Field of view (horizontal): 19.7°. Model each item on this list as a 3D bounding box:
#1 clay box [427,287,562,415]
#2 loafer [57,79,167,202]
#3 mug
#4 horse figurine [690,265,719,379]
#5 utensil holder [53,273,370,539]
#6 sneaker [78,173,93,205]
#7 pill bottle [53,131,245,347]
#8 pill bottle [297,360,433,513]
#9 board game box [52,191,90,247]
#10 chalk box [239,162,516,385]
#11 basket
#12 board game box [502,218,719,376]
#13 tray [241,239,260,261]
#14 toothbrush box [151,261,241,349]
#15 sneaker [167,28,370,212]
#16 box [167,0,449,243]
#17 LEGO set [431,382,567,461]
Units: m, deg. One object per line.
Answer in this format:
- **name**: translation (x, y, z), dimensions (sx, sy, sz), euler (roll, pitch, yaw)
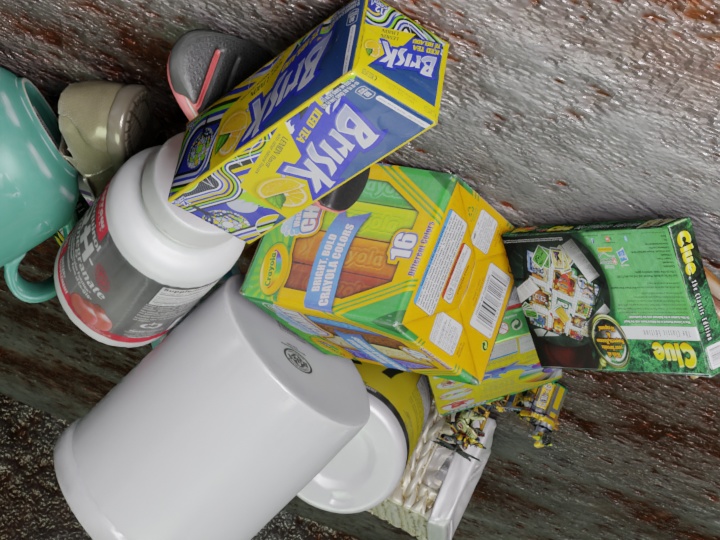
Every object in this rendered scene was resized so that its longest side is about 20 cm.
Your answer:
- **clay box**: translation (0.108, 0.067, 1.718), dimensions (0.114, 0.048, 0.200), euler (-16, 163, 0)
- **loafer**: translation (-0.197, -0.101, 1.624), dimensions (0.068, 0.076, 0.200), euler (23, 159, 5)
- **mug**: translation (-0.289, -0.081, 1.668), dimensions (0.153, 0.114, 0.185), euler (62, -175, 34)
- **horse figurine**: translation (0.222, 0.028, 1.475), dimensions (0.133, 0.050, 0.200), euler (45, 168, -18)
- **utensil holder**: translation (-0.114, 0.127, 1.624), dimensions (0.170, 0.200, 0.170), euler (40, -160, -18)
- **sneaker**: translation (-0.249, -0.015, 1.934), dimensions (0.072, 0.115, 0.200), euler (13, 163, 36)
- **pill bottle**: translation (-0.150, -0.026, 1.550), dimensions (0.110, 0.111, 0.200), euler (25, 148, -15)
- **pill bottle**: translation (0.001, 0.117, 1.782), dimensions (0.113, 0.115, 0.200), euler (21, -158, 4)
- **board game box**: translation (-0.260, -0.056, 1.787), dimensions (0.201, 0.023, 0.105), euler (55, 163, -5)
- **chalk box**: translation (0.002, -0.005, 1.558), dimensions (0.199, 0.126, 0.124), euler (10, 162, 38)
- **basket**: translation (0.067, 0.216, 2.286), dimensions (0.123, 0.136, 0.200), euler (24, 167, 7)
- **board game box**: translation (0.174, 0.019, 1.434), dimensions (0.023, 0.106, 0.200), euler (-19, -171, -28)
- **tray**: translation (0.000, 0.000, 1.751), dimensions (0.199, 0.037, 0.099), euler (25, 159, -14)
- **toothbrush box**: translation (-0.142, 0.048, 1.824), dimensions (0.085, 0.201, 0.146), euler (-20, 171, -12)
- **sneaker**: translation (-0.080, -0.100, 1.435), dimensions (0.086, 0.074, 0.200), euler (14, 163, 42)
- **box**: translation (-0.035, -0.090, 1.280), dimensions (0.070, 0.065, 0.200), euler (28, 143, -27)
- **LEGO set**: translation (0.090, 0.131, 1.952), dimensions (0.153, 0.117, 0.200), euler (8, 161, 44)
